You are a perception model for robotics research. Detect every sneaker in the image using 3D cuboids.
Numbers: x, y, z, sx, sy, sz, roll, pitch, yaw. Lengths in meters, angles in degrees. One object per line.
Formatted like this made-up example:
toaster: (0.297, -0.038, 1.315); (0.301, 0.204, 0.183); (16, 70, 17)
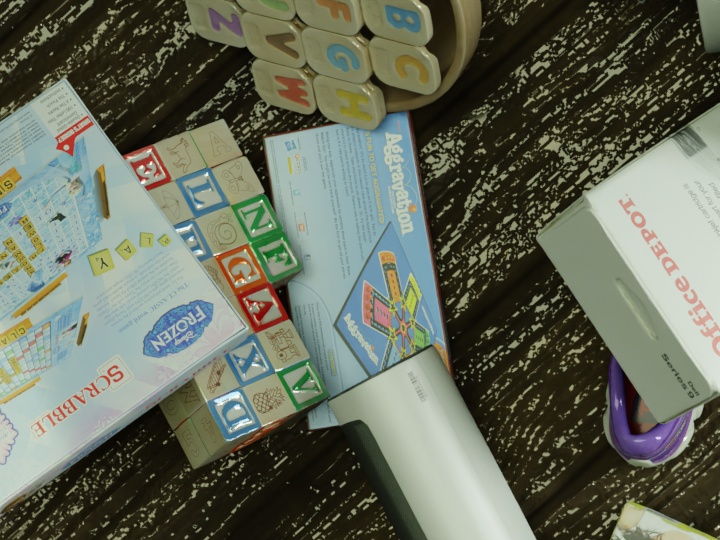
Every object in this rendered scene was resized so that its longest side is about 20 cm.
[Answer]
sneaker: (0.198, 0.026, 1.546); (0.080, 0.083, 0.201); (5, 85, 10)

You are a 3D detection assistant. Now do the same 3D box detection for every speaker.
speaker: (0.059, 0.153, 1.552); (0.081, 0.081, 0.201); (-28, 88, 7)

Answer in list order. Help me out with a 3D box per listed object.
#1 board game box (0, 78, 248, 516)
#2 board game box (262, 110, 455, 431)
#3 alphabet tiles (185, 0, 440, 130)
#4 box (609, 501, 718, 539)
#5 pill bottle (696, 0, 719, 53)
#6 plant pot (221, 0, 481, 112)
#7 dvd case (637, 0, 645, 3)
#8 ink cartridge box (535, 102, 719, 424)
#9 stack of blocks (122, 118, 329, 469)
board game box: (-0.206, 0.018, 1.502); (0.200, 0.041, 0.200); (-35, 82, -10)
board game box: (0.000, 0.000, 1.616); (0.102, 0.019, 0.201); (-10, 84, 11)
alphabet tiles: (-0.041, -0.177, 1.556); (0.195, 0.201, 0.015); (17, 50, 27)
box: (0.165, 0.254, 1.551); (0.075, 0.050, 0.201); (22, 90, 11)
pill bottle: (0.310, -0.194, 1.528); (0.199, 0.111, 0.112); (-10, 84, 9)
plant pot: (0.002, -0.209, 1.573); (0.200, 0.201, 0.093); (30, 54, 11)
dvd case: (0.165, -0.278, 1.566); (0.149, 0.016, 0.200); (-49, 51, 3)
ink cartridge box: (0.230, -0.021, 1.492); (0.200, 0.084, 0.146); (-32, 85, -26)
stack of blocks: (-0.099, 0.014, 1.583); (0.115, 0.059, 0.201); (-22, 79, -34)
